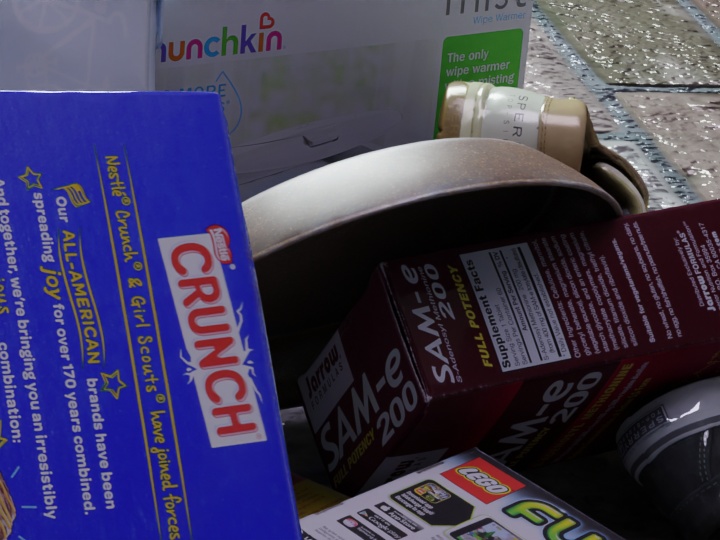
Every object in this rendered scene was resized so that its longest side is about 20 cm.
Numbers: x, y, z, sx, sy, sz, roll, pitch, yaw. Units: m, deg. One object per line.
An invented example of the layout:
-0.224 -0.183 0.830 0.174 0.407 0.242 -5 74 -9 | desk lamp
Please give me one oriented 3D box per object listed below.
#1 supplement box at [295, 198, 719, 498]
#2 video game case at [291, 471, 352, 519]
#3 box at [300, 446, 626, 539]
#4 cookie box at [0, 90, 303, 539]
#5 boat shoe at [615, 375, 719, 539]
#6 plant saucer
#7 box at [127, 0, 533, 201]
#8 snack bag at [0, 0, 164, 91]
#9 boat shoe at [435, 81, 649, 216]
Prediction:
0.087 0.028 1.148 0.200 0.109 0.061 -10 68 -24 | supplement box
-0.056 0.105 1.075 0.200 0.017 0.143 21 27 32 | video game case
0.075 0.131 0.992 0.200 0.035 0.110 31 32 33 | box
-0.129 0.037 0.892 0.200 0.171 0.075 -1 -20 -28 | cookie box
0.186 0.071 1.174 0.200 0.069 0.057 -7 59 -36 | boat shoe
0.000 0.000 1.129 0.200 0.200 0.035 -8 69 -31 | plant saucer
-0.038 -0.058 1.267 0.200 0.177 0.097 -8 26 -32 | box
-0.171 -0.031 1.145 0.200 0.189 0.021 0 9 -4 | snack bag
0.086 -0.020 1.244 0.066 0.074 0.200 2 -16 19 | boat shoe
